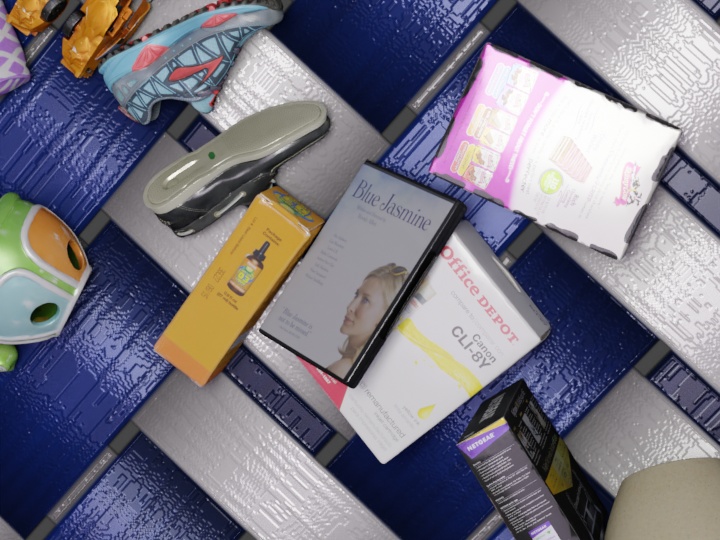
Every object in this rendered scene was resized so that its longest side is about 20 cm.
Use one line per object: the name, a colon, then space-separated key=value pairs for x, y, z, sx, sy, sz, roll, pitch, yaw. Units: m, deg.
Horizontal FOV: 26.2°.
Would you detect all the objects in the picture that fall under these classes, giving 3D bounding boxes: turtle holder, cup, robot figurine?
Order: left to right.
turtle holder: x=-0.352 y=0.021 z=1.542 sx=0.132 sy=0.141 sz=0.186 roll=26 pitch=92 yaw=-10
robot figurine: x=-0.255 y=-0.299 z=1.523 sx=0.145 sy=0.058 sz=0.200 roll=39 pitch=103 yaw=5
cup: x=0.305 y=0.254 z=1.420 sx=0.200 sy=0.200 sz=0.143 roll=-14 pitch=67 yaw=13

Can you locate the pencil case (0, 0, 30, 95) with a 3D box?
pencil case: x=-0.402 y=-0.261 z=1.550 sx=0.085 sy=0.084 sz=0.200 roll=-19 pitch=92 yaw=46

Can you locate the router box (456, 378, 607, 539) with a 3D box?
router box: x=0.162 y=0.193 z=1.421 sx=0.052 sy=0.200 sz=0.157 roll=-32 pitch=89 yaw=13

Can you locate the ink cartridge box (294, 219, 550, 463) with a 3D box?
ink cartridge box: x=0.060 y=0.065 z=1.487 sx=0.200 sy=0.083 sz=0.145 roll=-39 pitch=87 yaw=14

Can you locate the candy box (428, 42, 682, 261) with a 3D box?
candy box: x=0.183 y=-0.112 z=1.452 sx=0.200 sy=0.061 sz=0.136 roll=26 pitch=101 yaw=8

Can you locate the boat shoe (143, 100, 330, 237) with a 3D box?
boat shoe: x=-0.114 y=-0.101 z=1.524 sx=0.200 sy=0.072 sz=0.068 roll=-30 pitch=128 yaw=7

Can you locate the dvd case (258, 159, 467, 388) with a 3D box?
dvd case: x=0.000 y=0.000 z=1.457 sx=0.143 sy=0.018 sz=0.200 roll=27 pitch=83 yaw=46

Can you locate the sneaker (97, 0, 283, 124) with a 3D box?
sneaker: x=-0.153 y=-0.205 z=1.513 sx=0.200 sy=0.079 sz=0.096 roll=-21 pitch=102 yaw=22

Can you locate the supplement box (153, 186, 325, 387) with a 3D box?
supplement box: x=-0.118 y=0.015 z=1.519 sx=0.067 sy=0.069 sz=0.200 roll=38 pitch=110 yaw=6
